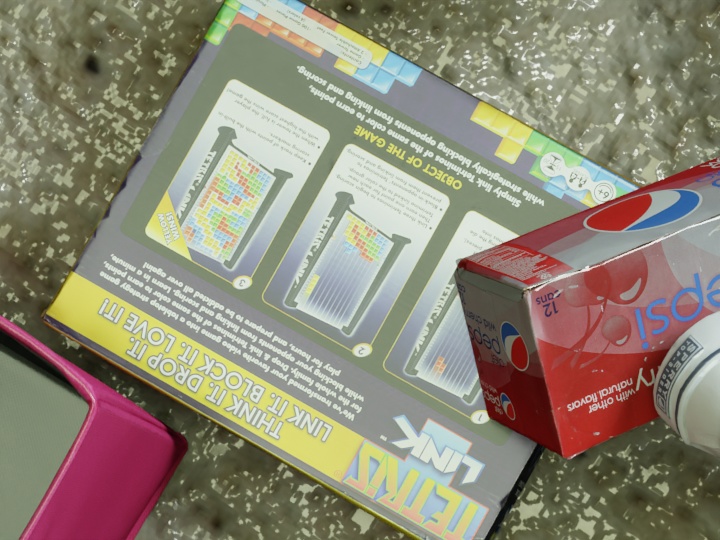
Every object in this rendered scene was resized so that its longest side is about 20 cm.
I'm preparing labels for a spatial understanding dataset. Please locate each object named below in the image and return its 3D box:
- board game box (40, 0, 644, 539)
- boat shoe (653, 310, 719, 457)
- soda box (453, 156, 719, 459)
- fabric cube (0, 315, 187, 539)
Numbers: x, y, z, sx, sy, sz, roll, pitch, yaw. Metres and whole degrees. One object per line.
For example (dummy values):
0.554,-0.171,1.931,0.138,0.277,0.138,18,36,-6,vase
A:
0.000,0.000,0.961,0.200,0.057,0.166,30,88,7,board game box
0.199,0.061,0.884,0.199,0.065,0.074,2,118,-33,boat shoe
0.139,-0.001,0.904,0.199,0.063,0.070,-21,109,-19,soda box
-0.205,0.090,0.893,0.196,0.199,0.200,30,86,9,fabric cube
